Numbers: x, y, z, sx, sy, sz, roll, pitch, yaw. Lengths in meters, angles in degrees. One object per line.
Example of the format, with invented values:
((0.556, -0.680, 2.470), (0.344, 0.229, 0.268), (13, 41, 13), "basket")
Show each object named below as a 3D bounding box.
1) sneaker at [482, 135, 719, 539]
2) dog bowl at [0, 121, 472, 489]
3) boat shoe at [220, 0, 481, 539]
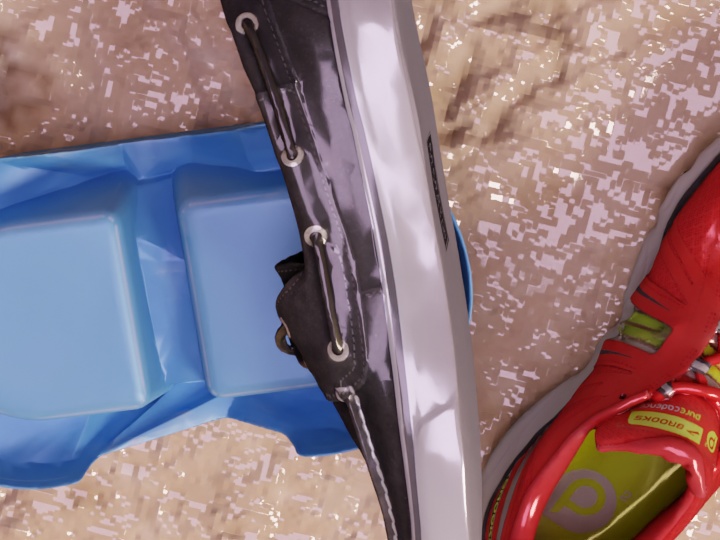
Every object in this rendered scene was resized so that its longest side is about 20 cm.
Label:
((0.109, 0.038, 0.964), (0.077, 0.085, 0.200), (31, 105, -6), "sneaker")
((-0.062, 0.006, 0.983), (0.199, 0.050, 0.112), (-7, 106, 5), "dog bowl")
((0.000, 0.000, 0.921), (0.056, 0.069, 0.201), (-8, 99, 8), "boat shoe")
